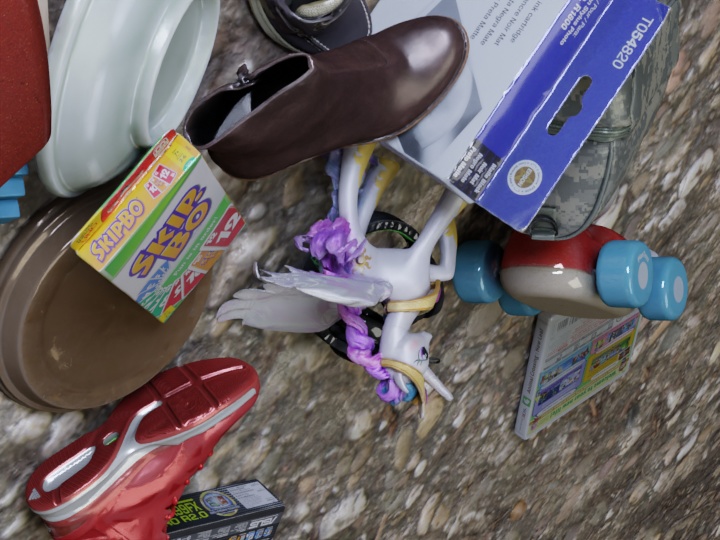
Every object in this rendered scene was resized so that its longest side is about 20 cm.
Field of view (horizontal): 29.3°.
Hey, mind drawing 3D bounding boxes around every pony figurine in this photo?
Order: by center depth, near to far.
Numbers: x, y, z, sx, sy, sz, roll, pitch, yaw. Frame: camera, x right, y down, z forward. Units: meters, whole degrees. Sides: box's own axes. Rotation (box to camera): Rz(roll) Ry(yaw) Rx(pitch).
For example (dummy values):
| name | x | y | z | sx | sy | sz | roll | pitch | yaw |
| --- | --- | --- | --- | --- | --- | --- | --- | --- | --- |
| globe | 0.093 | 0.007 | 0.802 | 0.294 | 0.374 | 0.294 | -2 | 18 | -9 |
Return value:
| name | x | y | z | sx | sy | sz | roll | pitch | yaw |
| --- | --- | --- | --- | --- | --- | --- | --- | --- | --- |
| pony figurine | 0.000 | 0.000 | 1.081 | 0.192 | 0.166 | 0.202 | 16 | 77 | -14 |

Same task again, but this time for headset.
| name | x | y | z | sx | sy | sz | roll | pitch | yaw |
| --- | --- | --- | --- | --- | --- | --- | --- | --- | --- |
| headset | 0.013 | 0.030 | 1.224 | 0.123 | 0.094 | 0.201 | -41 | 129 | -12 |

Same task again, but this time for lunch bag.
| name | x | y | z | sx | sy | sz | roll | pitch | yaw |
| --- | --- | --- | --- | --- | --- | --- | --- | --- | --- |
| lunch bag | 0.181 | -0.137 | 1.153 | 0.200 | 0.138 | 0.169 | -50 | 143 | -50 |

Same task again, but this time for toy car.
| name | x | y | z | sx | sy | sz | roll | pitch | yaw |
| --- | --- | --- | --- | --- | --- | --- | --- | --- | --- |
| toy car | 0.207 | -0.060 | 1.318 | 0.176 | 0.183 | 0.202 | 16 | 78 | -55 |

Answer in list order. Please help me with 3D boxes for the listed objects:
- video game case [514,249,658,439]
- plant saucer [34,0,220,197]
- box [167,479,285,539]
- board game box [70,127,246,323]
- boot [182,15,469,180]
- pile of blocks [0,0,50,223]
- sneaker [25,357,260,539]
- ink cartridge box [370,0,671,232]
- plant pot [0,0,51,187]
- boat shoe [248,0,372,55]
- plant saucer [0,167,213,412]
| name | x | y | z | sx | sy | sz | roll | pitch | yaw |
| --- | --- | --- | --- | --- | --- | --- | --- | --- | --- |
| video game case | 0.262 | 0.085 | 1.601 | 0.199 | 0.022 | 0.183 | -27 | 137 | -36 |
| plant saucer | -0.127 | -0.131 | 0.824 | 0.200 | 0.050 | 0.202 | 22 | 90 | -84 |
| box | -0.171 | 0.275 | 1.211 | 0.199 | 0.044 | 0.161 | -4 | 123 | -49 |
| board game box | -0.128 | -0.025 | 0.906 | 0.096 | 0.030 | 0.200 | -50 | 167 | -6 |
| boot | -0.016 | -0.122 | 0.931 | 0.199 | 0.073 | 0.166 | -29 | 175 | 5 |
| pile of blocks | -0.230 | -0.081 | 0.796 | 0.062 | 0.082 | 0.201 | -8 | 124 | -40 |
| sneaker | -0.156 | 0.159 | 1.084 | 0.199 | 0.078 | 0.116 | -29 | 127 | -13 |
| ink cartridge box | 0.093 | -0.161 | 1.018 | 0.200 | 0.199 | 0.041 | -57 | 150 | 2 |
| plant pot | -0.263 | -0.100 | 0.650 | 0.200 | 0.199 | 0.177 | -45 | 152 | -14 |
| boat shoe | -0.037 | -0.196 | 0.946 | 0.072 | 0.065 | 0.200 | -54 | 148 | -6 |
| plant saucer | -0.181 | 0.021 | 0.993 | 0.199 | 0.029 | 0.201 | -31 | 139 | -31 |
